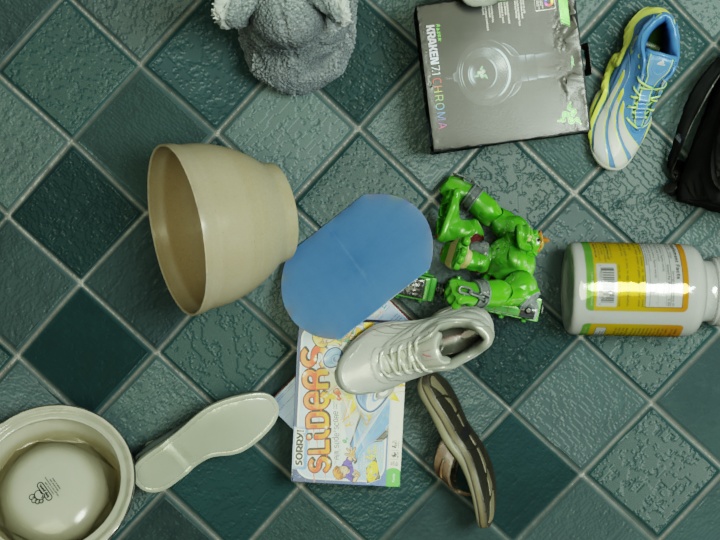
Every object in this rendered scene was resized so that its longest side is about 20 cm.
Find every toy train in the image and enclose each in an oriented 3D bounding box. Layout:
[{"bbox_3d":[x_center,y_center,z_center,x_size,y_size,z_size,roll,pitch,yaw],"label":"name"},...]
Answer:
[{"bbox_3d":[0.127,0.030,1.448,0.199,0.056,0.042,11,94,1],"label":"toy train"}]

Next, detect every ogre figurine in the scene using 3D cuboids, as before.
[{"bbox_3d":[0.152,-0.025,1.403,0.120,0.200,0.098,18,114,-19],"label":"ogre figurine"}]

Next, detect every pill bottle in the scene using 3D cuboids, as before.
[{"bbox_3d":[0.345,0.023,1.416,0.199,0.111,0.111,1,94,1],"label":"pill bottle"}]

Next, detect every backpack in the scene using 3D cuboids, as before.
[{"bbox_3d":[0.458,-0.165,1.391,0.126,0.167,0.201,16,91,-20],"label":"backpack"}]

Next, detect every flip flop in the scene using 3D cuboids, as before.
[{"bbox_3d":[0.112,0.222,1.456,0.057,0.081,0.200,-27,92,20],"label":"flip flop"}]

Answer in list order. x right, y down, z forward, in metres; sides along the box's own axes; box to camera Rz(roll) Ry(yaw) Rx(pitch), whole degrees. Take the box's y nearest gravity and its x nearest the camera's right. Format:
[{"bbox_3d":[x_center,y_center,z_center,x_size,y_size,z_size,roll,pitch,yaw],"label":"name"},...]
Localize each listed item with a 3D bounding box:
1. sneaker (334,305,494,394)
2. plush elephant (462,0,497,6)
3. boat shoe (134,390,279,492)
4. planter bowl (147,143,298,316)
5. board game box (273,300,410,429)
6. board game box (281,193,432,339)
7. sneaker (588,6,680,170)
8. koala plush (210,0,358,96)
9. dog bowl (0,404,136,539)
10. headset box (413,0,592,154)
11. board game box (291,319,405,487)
[{"bbox_3d":[0.063,0.092,1.377,0.199,0.099,0.078,-23,95,-1],"label":"sneaker"},{"bbox_3d":[0.115,-0.386,1.350,0.165,0.200,0.155,44,89,-10],"label":"plush elephant"},{"bbox_3d":[-0.191,0.199,1.461,0.200,0.062,0.073,-31,108,5],"label":"boat shoe"},{"bbox_3d":[-0.155,-0.057,1.394,0.134,0.200,0.201,-11,94,-25],"label":"planter bowl"},{"bbox_3d":[-0.010,0.130,1.476,0.103,0.019,0.200,44,94,-1],"label":"board game box"},{"bbox_3d":[0.000,0.000,1.433,0.200,0.039,0.158,-38,49,1],"label":"board game box"},{"bbox_3d":[0.323,-0.217,1.402,0.075,0.105,0.201,14,94,0],"label":"sneaker"},{"bbox_3d":[-0.078,-0.296,1.357,0.177,0.200,0.184,0,94,1],"label":"koala plush"},{"bbox_3d":[-0.368,0.266,1.426,0.199,0.074,0.201,3,60,-5],"label":"dog bowl"},{"bbox_3d":[0.172,-0.236,1.410,0.199,0.093,0.175,-7,95,1],"label":"headset box"},{"bbox_3d":[-0.013,0.159,1.451,0.135,0.034,0.201,2,93,1],"label":"board game box"}]
